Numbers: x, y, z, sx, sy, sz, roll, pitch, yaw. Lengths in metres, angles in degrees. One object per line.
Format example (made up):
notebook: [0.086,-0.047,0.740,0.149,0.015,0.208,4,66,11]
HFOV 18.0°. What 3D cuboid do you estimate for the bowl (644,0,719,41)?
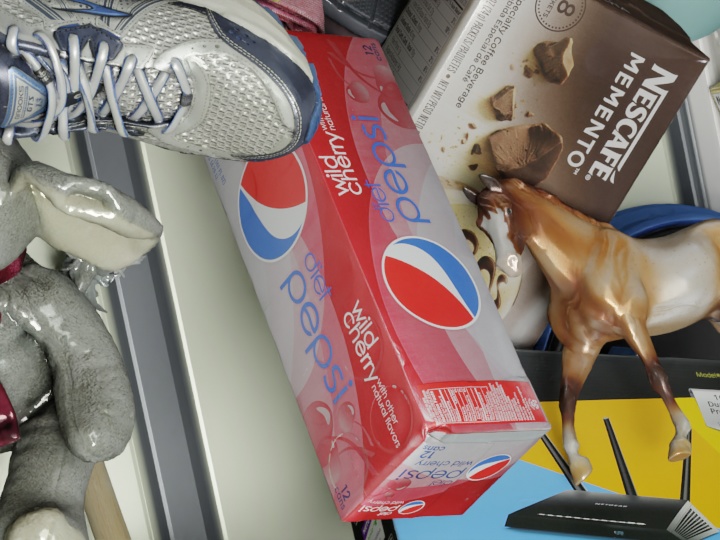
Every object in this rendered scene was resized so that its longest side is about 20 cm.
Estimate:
bowl: [0.156,-0.218,1.070,0.201,0.105,0.201,13,68,-34]

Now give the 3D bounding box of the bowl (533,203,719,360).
bowl: [0.161,0.066,1.134,0.201,0.039,0.201,0,89,-23]

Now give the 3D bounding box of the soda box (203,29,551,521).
soda box: [0.000,0.000,0.921,0.063,0.070,0.200,2,53,-37]

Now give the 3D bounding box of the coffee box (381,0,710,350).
coffee box: [0.052,-0.047,1.026,0.113,0.080,0.200,25,106,-21]

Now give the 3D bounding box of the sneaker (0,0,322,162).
sneaker: [-0.115,-0.077,0.888,0.200,0.085,0.077,18,126,8]

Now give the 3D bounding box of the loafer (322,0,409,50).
loafer: [-0.052,-0.147,1.045,0.200,0.063,0.072,29,46,-24]

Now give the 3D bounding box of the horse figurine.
horse figurine: [0.143,0.021,0.990,0.200,0.050,0.133,-4,64,-26]

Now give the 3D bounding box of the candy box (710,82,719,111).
candy box: [0.278,-0.035,1.177,0.115,0.055,0.200,-32,100,-21]

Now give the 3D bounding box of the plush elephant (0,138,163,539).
plush elephant: [-0.166,0.008,0.924,0.200,0.165,0.155,-61,150,-30]

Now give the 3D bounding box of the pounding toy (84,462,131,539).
pounding toy: [-0.075,0.197,0.966,0.142,0.184,0.200,34,76,-31]

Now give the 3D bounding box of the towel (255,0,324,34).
towel: [-0.080,-0.203,0.993,0.144,0.023,0.200,16,56,-30]

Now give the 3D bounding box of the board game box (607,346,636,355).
board game box: [0.169,0.151,1.092,0.200,0.037,0.151,33,81,-18]

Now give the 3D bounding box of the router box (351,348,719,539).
router box: [0.095,0.103,0.975,0.200,0.051,0.149,4,44,-19]
